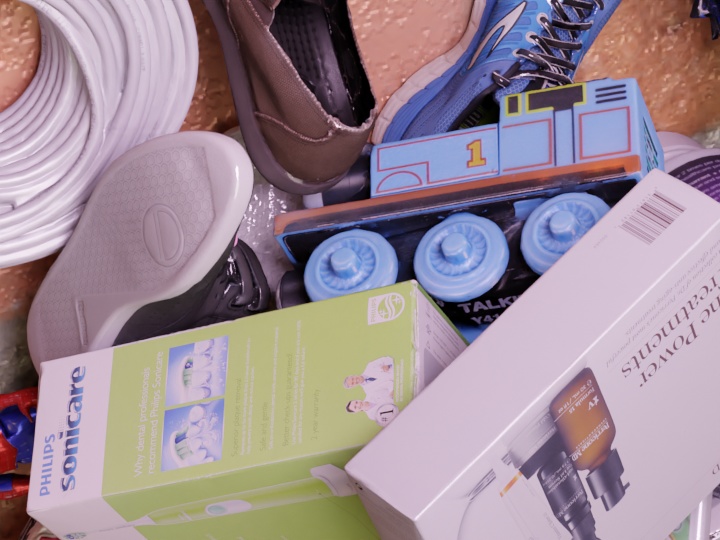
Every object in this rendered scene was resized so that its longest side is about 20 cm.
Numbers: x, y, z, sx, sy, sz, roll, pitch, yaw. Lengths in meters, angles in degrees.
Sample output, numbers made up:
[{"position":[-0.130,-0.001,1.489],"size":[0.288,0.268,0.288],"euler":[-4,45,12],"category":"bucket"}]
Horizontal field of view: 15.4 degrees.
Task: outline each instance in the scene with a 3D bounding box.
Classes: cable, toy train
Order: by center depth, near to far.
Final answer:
[{"position":[-0.179,-0.094,1.247],"size":[0.200,0.069,0.200],"euler":[11,110,-29],"category":"cable"},{"position":[0.055,-0.020,1.267],"size":[0.199,0.115,0.087],"euler":[-9,145,16],"category":"toy train"}]

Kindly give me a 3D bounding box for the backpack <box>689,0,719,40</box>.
[{"position":[0.226,-0.181,1.323],"size":[0.162,0.168,0.200],"euler":[-24,89,-11],"category":"backpack"}]

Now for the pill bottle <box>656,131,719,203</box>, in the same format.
[{"position":[0.194,0.004,1.377],"size":[0.111,0.200,0.112],"euler":[-10,119,-19],"category":"pill bottle"}]

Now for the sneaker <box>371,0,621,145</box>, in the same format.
[{"position":[0.091,-0.106,1.343],"size":[0.078,0.089,0.200],"euler":[28,102,-33],"category":"sneaker"}]

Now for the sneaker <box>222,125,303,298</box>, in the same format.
[{"position":[0.000,0.000,1.375],"size":[0.200,0.105,0.076],"euler":[41,92,-3],"category":"sneaker"}]

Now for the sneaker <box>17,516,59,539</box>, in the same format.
[{"position":[-0.188,0.196,1.392],"size":[0.081,0.075,0.200],"euler":[24,91,-50],"category":"sneaker"}]

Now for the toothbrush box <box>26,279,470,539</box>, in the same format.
[{"position":[-0.035,0.092,1.258],"size":[0.200,0.086,0.146],"euler":[-14,145,22],"category":"toothbrush box"}]

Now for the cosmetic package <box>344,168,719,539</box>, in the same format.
[{"position":[0.098,0.075,1.187],"size":[0.200,0.052,0.151],"euler":[-43,141,-16],"category":"cosmetic package"}]

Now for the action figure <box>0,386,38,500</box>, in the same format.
[{"position":[-0.165,0.080,1.356],"size":[0.200,0.052,0.066],"euler":[-24,127,-8],"category":"action figure"}]

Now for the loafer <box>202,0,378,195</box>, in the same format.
[{"position":[-0.034,-0.139,1.239],"size":[0.073,0.071,0.200],"euler":[-19,88,-37],"category":"loafer"}]

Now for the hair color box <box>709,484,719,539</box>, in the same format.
[{"position":[0.134,0.115,1.407],"size":[0.109,0.200,0.065],"euler":[-26,124,-9],"category":"hair color box"}]

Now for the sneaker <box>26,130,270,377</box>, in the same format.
[{"position":[-0.079,-0.011,1.266],"size":[0.099,0.071,0.200],"euler":[-12,157,-37],"category":"sneaker"}]

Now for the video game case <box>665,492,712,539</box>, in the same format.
[{"position":[0.077,0.167,1.301],"size":[0.023,0.181,0.201],"euler":[38,56,-69],"category":"video game case"}]
